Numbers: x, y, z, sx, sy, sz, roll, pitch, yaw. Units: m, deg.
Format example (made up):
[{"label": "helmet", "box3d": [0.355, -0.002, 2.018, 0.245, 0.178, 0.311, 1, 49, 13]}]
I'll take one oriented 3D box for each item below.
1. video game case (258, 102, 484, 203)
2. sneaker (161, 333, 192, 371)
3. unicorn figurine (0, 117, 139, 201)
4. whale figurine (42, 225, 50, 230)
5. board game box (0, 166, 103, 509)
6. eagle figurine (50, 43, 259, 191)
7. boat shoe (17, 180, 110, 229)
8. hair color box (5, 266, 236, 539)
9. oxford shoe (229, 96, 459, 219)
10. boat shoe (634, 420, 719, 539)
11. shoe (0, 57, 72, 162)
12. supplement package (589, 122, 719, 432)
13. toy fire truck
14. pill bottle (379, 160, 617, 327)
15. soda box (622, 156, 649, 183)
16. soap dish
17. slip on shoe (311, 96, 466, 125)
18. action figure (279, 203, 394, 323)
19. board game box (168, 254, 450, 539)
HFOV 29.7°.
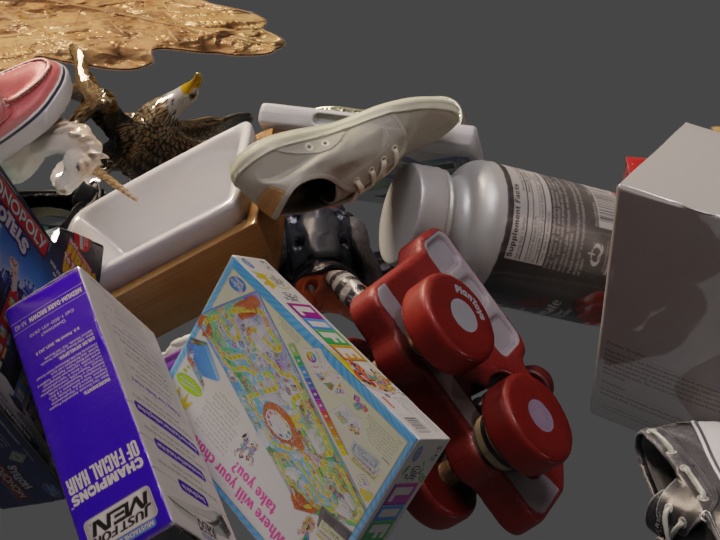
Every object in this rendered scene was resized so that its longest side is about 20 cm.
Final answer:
[{"label": "video game case", "box3d": [0.020, -0.094, 1.193, 0.182, 0.200, 0.022, 8, 78, 11]}, {"label": "sneaker", "box3d": [-0.065, 0.097, 0.977, 0.199, 0.081, 0.084, 6, 46, 14]}, {"label": "unicorn figurine", "box3d": [-0.288, -0.091, 1.123, 0.137, 0.074, 0.200, -33, 40, -8]}, {"label": "whale figurine", "box3d": [-0.318, 0.000, 1.080, 0.159, 0.104, 0.200, -22, 17, 20]}, {"label": "board game box", "box3d": [-0.246, 0.022, 0.934, 0.062, 0.200, 0.200, -11, 42, 16]}, {"label": "eagle figurine", "box3d": [-0.180, -0.124, 1.285, 0.151, 0.200, 0.152, -17, 56, 42]}, {"label": "boat shoe", "box3d": [-0.256, -0.051, 1.206, 0.199, 0.066, 0.075, -1, 33, -1]}, {"label": "hair color box", "box3d": [-0.150, 0.108, 0.864, 0.065, 0.109, 0.200, -32, 56, 3]}, {"label": "oxford shoe", "box3d": [-0.004, -0.083, 1.023, 0.200, 0.075, 0.058, -20, 70, -32]}, {"label": "boat shoe", "box3d": [0.219, 0.163, 0.878, 0.068, 0.072, 0.200, 1, 31, -2]}, {"label": "shoe", "box3d": [-0.309, -0.129, 1.047, 0.071, 0.091, 0.200, 16, 48, 35]}, {"label": "supplement package", "box3d": [0.254, 0.017, 0.985, 0.121, 0.200, 0.120, 22, 39, 28]}, {"label": "toy fire truck", "box3d": [0.077, 0.074, 0.941, 0.200, 0.112, 0.168, 52, 33, 0]}, {"label": "pill bottle", "box3d": [0.121, -0.025, 1.079, 0.199, 0.111, 0.111, 12, 29, -19]}, {"label": "soda box", "box3d": [0.265, -0.023, 1.172, 0.070, 0.064, 0.200, 4, 33, 4]}, {"label": "soap dish", "box3d": [-0.149, -0.021, 1.086, 0.200, 0.081, 0.157, -27, 28, 17]}, {"label": "slip on shoe", "box3d": [0.007, -0.125, 1.335, 0.199, 0.061, 0.074, -8, 64, 8]}, {"label": "action figure", "box3d": [0.000, 0.000, 1.104, 0.199, 0.105, 0.194, -10, 44, -14]}, {"label": "board game box", "box3d": [-0.047, 0.101, 0.890, 0.034, 0.135, 0.200, 9, 28, -51]}]
